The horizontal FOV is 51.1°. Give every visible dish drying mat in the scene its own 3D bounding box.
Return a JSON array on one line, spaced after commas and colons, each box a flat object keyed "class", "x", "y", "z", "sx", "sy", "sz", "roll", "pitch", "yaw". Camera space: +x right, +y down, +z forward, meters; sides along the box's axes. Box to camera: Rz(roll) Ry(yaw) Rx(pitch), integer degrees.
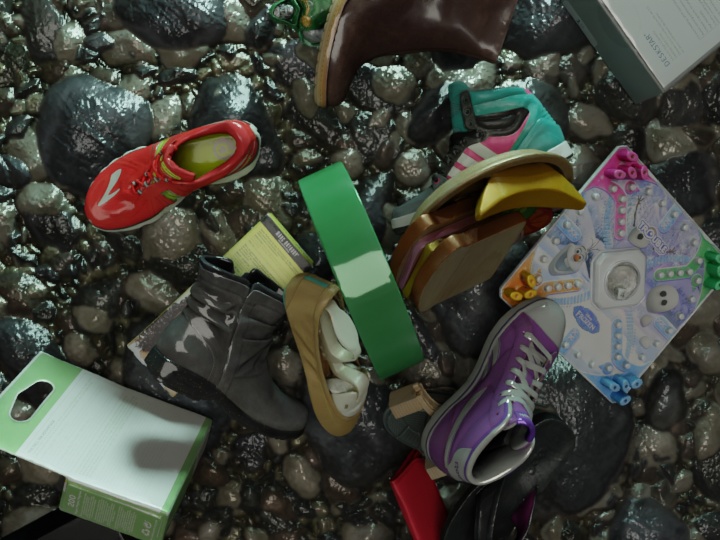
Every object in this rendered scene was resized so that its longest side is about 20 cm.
[{"class": "dish drying mat", "x": 0.087, "y": 0.297, "z": 0.800, "sx": 0.018, "sy": 0.077, "sz": 0.204, "roll": -20, "pitch": 95, "yaw": 28}]

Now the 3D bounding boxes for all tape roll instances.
[{"class": "tape roll", "x": 0.000, "y": 0.000, "z": 0.713, "sx": 0.047, "sy": 0.200, "sz": 0.204, "roll": -24, "pitch": 94, "yaw": 0}]

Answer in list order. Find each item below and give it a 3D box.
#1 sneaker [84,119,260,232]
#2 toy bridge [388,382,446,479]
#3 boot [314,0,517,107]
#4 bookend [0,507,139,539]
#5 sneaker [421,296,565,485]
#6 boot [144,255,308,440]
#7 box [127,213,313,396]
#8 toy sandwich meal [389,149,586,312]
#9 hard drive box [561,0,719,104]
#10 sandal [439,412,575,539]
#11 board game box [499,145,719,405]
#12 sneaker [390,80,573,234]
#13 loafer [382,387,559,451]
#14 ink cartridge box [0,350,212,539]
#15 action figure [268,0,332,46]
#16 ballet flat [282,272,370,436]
[{"class": "sneaker", "x": -0.195, "y": -0.104, "z": 0.757, "sx": 0.197, "sy": 0.085, "sz": 0.078, "roll": -27, "pitch": 94, "yaw": 0}, {"class": "toy bridge", "x": 0.098, "y": 0.191, "z": 0.774, "sx": 0.066, "sy": 0.027, "sz": 0.202, "roll": -22, "pitch": 115, "yaw": 17}, {"class": "boot", "x": 0.054, "y": -0.228, "z": 0.712, "sx": 0.163, "sy": 0.072, "sz": 0.204, "roll": 21, "pitch": 90, "yaw": -1}, {"class": "bookend", "x": -0.279, "y": 0.347, "z": 0.782, "sx": 0.197, "sy": 0.092, "sz": 0.202, "roll": -28, "pitch": 96, "yaw": -1}, {"class": "sneaker", "x": 0.149, "y": 0.114, "z": 0.700, "sx": 0.072, "sy": 0.114, "sz": 0.202, "roll": 40, "pitch": 78, "yaw": -15}, {"class": "boot", "x": -0.100, "y": 0.080, "z": 0.746, "sx": 0.199, "sy": 0.070, "sz": 0.133, "roll": 33, "pitch": 93, "yaw": -37}, {"class": "box", "x": -0.143, "y": 0.035, "z": 0.786, "sx": 0.200, "sy": 0.050, "sz": 0.075, "roll": -44, "pitch": 95, "yaw": 1}, {"class": "toy sandwich meal", "x": 0.124, "y": -0.035, "z": 0.721, "sx": 0.202, "sy": 0.206, "sz": 0.071, "roll": -24, "pitch": 66, "yaw": 0}, {"class": "hard drive box", "x": 0.325, "y": -0.300, "z": 0.766, "sx": 0.199, "sy": 0.077, "sz": 0.157, "roll": -38, "pitch": 94, "yaw": 0}, {"class": "sandal", "x": 0.145, "y": 0.234, "z": 0.750, "sx": 0.074, "sy": 0.048, "sz": 0.203, "roll": 28, "pitch": 100, "yaw": -18}, {"class": "board game box", "x": 0.275, "y": 0.011, "z": 0.788, "sx": 0.199, "sy": 0.026, "sz": 0.201, "roll": 40, "pitch": 92, "yaw": -17}, {"class": "sneaker", "x": 0.103, "y": -0.126, "z": 0.768, "sx": 0.197, "sy": 0.084, "sz": 0.123, "roll": -26, "pitch": 91, "yaw": 4}, {"class": "loafer", "x": 0.122, "y": 0.161, "z": 0.808, "sx": 0.195, "sy": 0.063, "sz": 0.073, "roll": 11, "pitch": 125, "yaw": 1}, {"class": "ink cartridge box", "x": -0.260, "y": 0.170, "z": 0.742, "sx": 0.196, "sy": 0.146, "sz": 0.049, "roll": 21, "pitch": 116, "yaw": -3}, {"class": "action figure", "x": 0.003, "y": -0.274, "z": 0.771, "sx": 0.195, "sy": 0.055, "sz": 0.121, "roll": -8, "pitch": 97, "yaw": 3}, {"class": "ballet flat", "x": -0.024, "y": 0.095, "z": 0.748, "sx": 0.062, "sy": 0.069, "sz": 0.203, "roll": 8, "pitch": 131, "yaw": 35}]
